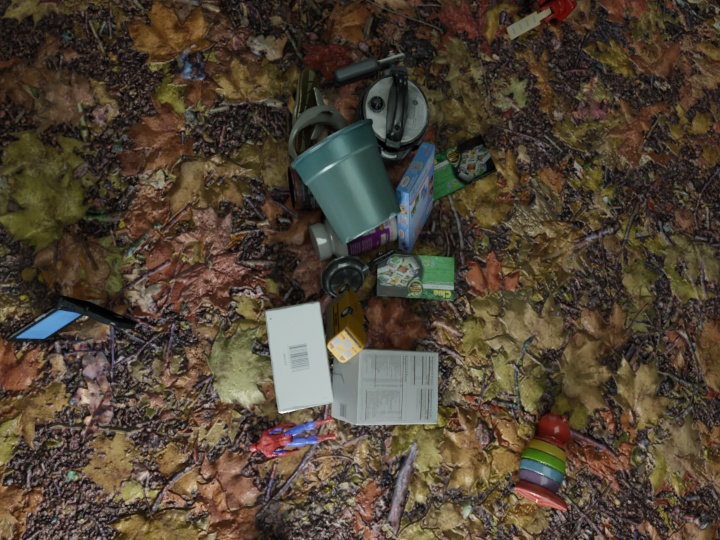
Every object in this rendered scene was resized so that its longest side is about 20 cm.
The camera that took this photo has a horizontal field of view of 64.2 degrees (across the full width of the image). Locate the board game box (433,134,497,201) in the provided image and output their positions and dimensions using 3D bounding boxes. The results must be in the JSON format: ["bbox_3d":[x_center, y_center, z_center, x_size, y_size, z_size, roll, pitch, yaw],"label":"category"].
[{"bbox_3d":[0.242,-0.259,1.452,0.195,0.023,0.108,-25,90,-13],"label":"board game box"}]

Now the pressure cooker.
[{"bbox_3d":[0.069,-0.350,1.340,0.176,0.200,0.178,-35,89,-13],"label":"pressure cooker"}]

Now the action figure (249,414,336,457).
[{"bbox_3d":[-0.153,0.376,1.287,0.193,0.052,0.068,-11,80,-7],"label":"action figure"}]

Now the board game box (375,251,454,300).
[{"bbox_3d":[0.133,0.015,1.389,0.192,0.023,0.109,4,81,-9],"label":"board game box"}]

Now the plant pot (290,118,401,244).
[{"bbox_3d":[-0.018,-0.177,1.205,0.196,0.200,0.201,-28,93,-12],"label":"plant pot"}]

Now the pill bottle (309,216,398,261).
[{"bbox_3d":[-0.017,-0.094,1.337,0.194,0.112,0.116,-20,87,-13],"label":"pill bottle"}]

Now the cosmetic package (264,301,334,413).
[{"bbox_3d":[-0.132,0.182,1.235,0.118,0.200,0.207,-8,85,-9],"label":"cosmetic package"}]

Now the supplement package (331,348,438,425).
[{"bbox_3d":[0.052,0.253,1.267,0.194,0.151,0.157,6,82,-24],"label":"supplement package"}]

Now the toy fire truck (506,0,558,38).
[{"bbox_3d":[0.466,-0.723,1.514,0.198,0.128,0.178,-37,90,-23],"label":"toy fire truck"}]

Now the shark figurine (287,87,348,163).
[{"bbox_3d":[-0.101,-0.342,1.321,0.213,0.088,0.131,-39,121,-35],"label":"shark figurine"}]

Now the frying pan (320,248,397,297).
[{"bbox_3d":[-0.002,0.015,1.340,0.183,0.031,0.118,-7,127,-15],"label":"frying pan"}]

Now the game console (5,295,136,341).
[{"bbox_3d":[-0.573,0.122,1.161,0.171,0.200,0.120,24,80,-7],"label":"game console"}]

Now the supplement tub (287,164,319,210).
[{"bbox_3d":[-0.069,-0.206,1.345,0.193,0.107,0.111,-9,85,-12],"label":"supplement tub"}]

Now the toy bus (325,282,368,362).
[{"bbox_3d":[-0.033,0.106,1.240,0.078,0.201,0.065,-38,112,12],"label":"toy bus"}]

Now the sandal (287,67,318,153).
[{"bbox_3d":[-0.147,-0.386,1.376,0.052,0.080,0.208,8,89,27],"label":"sandal"}]

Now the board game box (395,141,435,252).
[{"bbox_3d":[0.127,-0.163,1.314,0.036,0.203,0.154,18,58,19],"label":"board game box"}]

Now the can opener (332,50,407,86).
[{"bbox_3d":[0.027,-0.495,1.425,0.194,0.053,0.069,-17,87,-12],"label":"can opener"}]

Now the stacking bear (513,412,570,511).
[{"bbox_3d":[0.444,0.442,1.365,0.112,0.121,0.205,28,69,-13],"label":"stacking bear"}]
